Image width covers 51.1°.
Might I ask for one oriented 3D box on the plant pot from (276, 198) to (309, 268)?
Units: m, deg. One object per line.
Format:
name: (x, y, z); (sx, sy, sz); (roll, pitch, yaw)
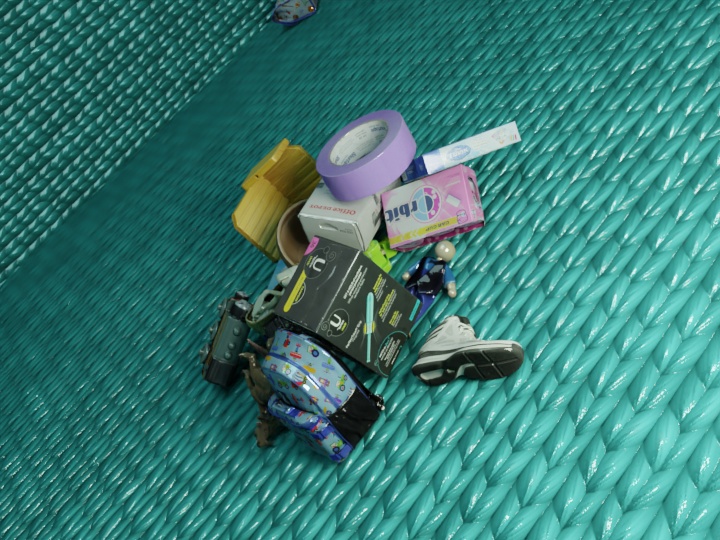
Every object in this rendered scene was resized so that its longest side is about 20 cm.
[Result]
plant pot: (-0.087, -0.048, 1.628); (0.203, 0.198, 0.093); (-61, -5, -33)

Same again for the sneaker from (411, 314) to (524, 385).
sneaker: (0.175, 0.111, 1.205); (0.198, 0.076, 0.117); (-15, 40, 38)

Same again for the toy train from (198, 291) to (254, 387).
toy train: (-0.277, 0.147, 1.581); (0.203, 0.084, 0.114); (-67, 22, 6)

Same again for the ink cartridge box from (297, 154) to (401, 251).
ink cartridge box: (-0.019, -0.145, 1.569); (0.143, 0.086, 0.202); (10, 50, 28)

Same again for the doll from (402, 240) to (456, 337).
doll: (0.120, 0.030, 1.392); (0.135, 0.049, 0.201); (12, 60, 44)

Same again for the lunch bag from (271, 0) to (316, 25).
lunch bag: (-0.286, -1.147, 3.245); (0.197, 0.125, 0.172); (-19, 37, 17)

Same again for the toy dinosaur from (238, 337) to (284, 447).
toy dinosaur: (-0.162, 0.211, 1.361); (0.084, 0.203, 0.136); (-12, 43, -19)

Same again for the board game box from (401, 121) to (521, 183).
board game box: (0.191, -0.233, 1.501); (0.196, 0.044, 0.200); (-21, 5, -10)

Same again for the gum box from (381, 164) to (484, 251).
gum box: (0.146, -0.122, 1.487); (0.197, 0.066, 0.116); (-18, 76, 31)

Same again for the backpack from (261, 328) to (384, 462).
backpack: (-0.084, 0.196, 1.249); (0.181, 0.201, 0.135); (13, 57, 51)

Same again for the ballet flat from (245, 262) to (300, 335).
ballet flat: (-0.157, 0.044, 1.505); (0.200, 0.070, 0.071); (-48, 30, 10)

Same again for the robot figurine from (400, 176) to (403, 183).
robot figurine: (0.114, -0.172, 1.641); (0.145, 0.059, 0.200); (-41, 33, -6)

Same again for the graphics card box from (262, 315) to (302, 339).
graphics card box: (-0.084, 0.098, 1.457); (0.199, 0.051, 0.126); (-41, 58, 8)

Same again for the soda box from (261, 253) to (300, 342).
soda box: (-0.164, 0.060, 1.639); (0.067, 0.064, 0.202); (-17, 38, 31)

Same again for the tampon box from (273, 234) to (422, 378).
tampon box: (-0.018, 0.062, 1.279); (0.125, 0.199, 0.152); (19, 76, 46)

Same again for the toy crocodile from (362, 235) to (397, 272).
toy crocodile: (0.000, 0.000, 1.539); (0.200, 0.068, 0.062); (-44, 31, -12)

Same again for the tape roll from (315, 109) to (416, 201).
tape roll: (0.010, -0.230, 1.496); (0.197, 0.066, 0.202); (-24, 34, 17)

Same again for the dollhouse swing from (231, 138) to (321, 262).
dollhouse swing: (-0.172, -0.155, 1.757); (0.181, 0.200, 0.177); (-36, 23, 29)
